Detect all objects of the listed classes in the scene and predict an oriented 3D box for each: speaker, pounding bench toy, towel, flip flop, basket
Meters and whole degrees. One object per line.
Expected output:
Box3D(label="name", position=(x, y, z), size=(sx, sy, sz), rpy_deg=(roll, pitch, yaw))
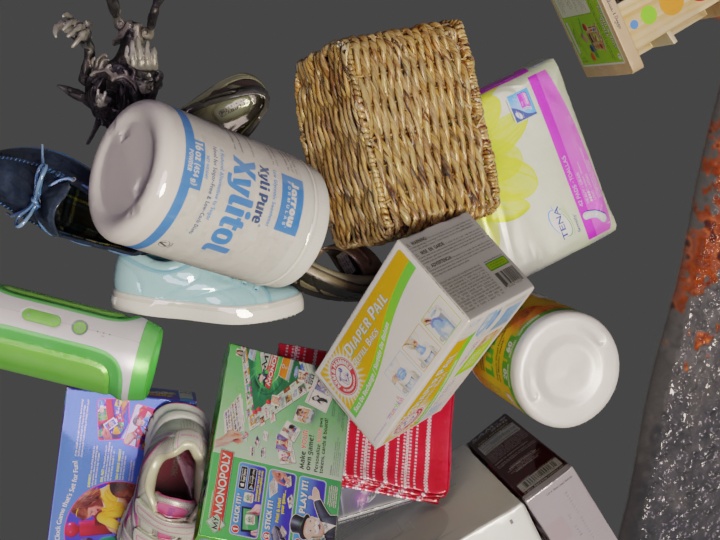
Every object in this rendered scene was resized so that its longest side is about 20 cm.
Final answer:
Box3D(label="speaker", position=(-0.298, 0.068, 1.131), size=(0.196, 0.088, 0.090), rpy_deg=(15, 94, -5))
Box3D(label="pounding bench toy", position=(0.278, -0.327, 1.183), size=(0.154, 0.124, 0.202), rpy_deg=(-30, 102, -6))
Box3D(label="towel", position=(0.000, 0.155, 1.191), size=(0.196, 0.023, 0.147), rpy_deg=(11, 58, -3))
Box3D(label="flip flop", position=(0.000, 0.000, 1.199), size=(0.196, 0.081, 0.059), rpy_deg=(9, 78, -18))
Box3D(label="basket", position=(0.032, -0.132, 1.157), size=(0.147, 0.142, 0.204), rpy_deg=(-16, 93, -29))

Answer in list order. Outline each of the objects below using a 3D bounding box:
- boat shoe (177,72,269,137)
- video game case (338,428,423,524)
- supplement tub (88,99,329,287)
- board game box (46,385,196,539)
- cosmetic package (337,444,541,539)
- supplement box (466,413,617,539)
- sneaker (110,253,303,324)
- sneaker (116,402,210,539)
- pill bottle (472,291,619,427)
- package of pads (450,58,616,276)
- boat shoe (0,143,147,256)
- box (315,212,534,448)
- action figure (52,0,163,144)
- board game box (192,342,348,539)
Box3D(label="boat shoe", position=(-0.175, -0.127, 1.149), size=(0.199, 0.066, 0.072), rpy_deg=(-35, 105, -4))
Box3D(label="video game case", position=(-0.038, 0.194, 1.201), size=(0.196, 0.019, 0.145), rpy_deg=(-14, 63, -9))
Box3D(label="supplement tub", position=(-0.140, -0.068, 1.076), size=(0.198, 0.131, 0.134), rpy_deg=(17, 94, -42))
Box3D(label="board game box", position=(-0.248, 0.221, 1.190), size=(0.132, 0.045, 0.204), rpy_deg=(8, 96, -12))
Box3D(label="cosmetic package", position=(0.076, 0.304, 1.186), size=(0.197, 0.200, 0.124), rpy_deg=(-29, 104, -6))
Box3D(label="supplement box", position=(0.186, 0.232, 1.198), size=(0.060, 0.200, 0.110), rpy_deg=(-34, 102, -5))
Box3D(label="sneaker", position=(-0.152, 0.006, 1.167), size=(0.196, 0.074, 0.084), rpy_deg=(4, 101, -12))
Box3D(label="sneaker", position=(-0.194, 0.237, 1.134), size=(0.080, 0.088, 0.204), rpy_deg=(8, 96, -13))
Box3D(label="pill bottle", position=(0.171, 0.080, 1.173), size=(0.109, 0.200, 0.113), rpy_deg=(-2, 99, -15))
Box3D(label="package of pads", position=(0.165, -0.100, 1.219), size=(0.153, 0.068, 0.203), rpy_deg=(-25, 101, -7))
Box3D(label="boat shoe", position=(-0.282, -0.070, 1.112), size=(0.196, 0.069, 0.086), rpy_deg=(14, 111, 6))
Box3D(label="box", position=(0.057, 0.060, 1.112), size=(0.112, 0.201, 0.102), rpy_deg=(-22, 63, -45))
Box3D(label="action figure", position=(-0.233, -0.217, 1.106), size=(0.117, 0.102, 0.204), rpy_deg=(15, 93, 9))
Box3D(label="board game box", position=(-0.081, 0.178, 1.118), size=(0.132, 0.029, 0.203), rpy_deg=(15, 55, -13))
